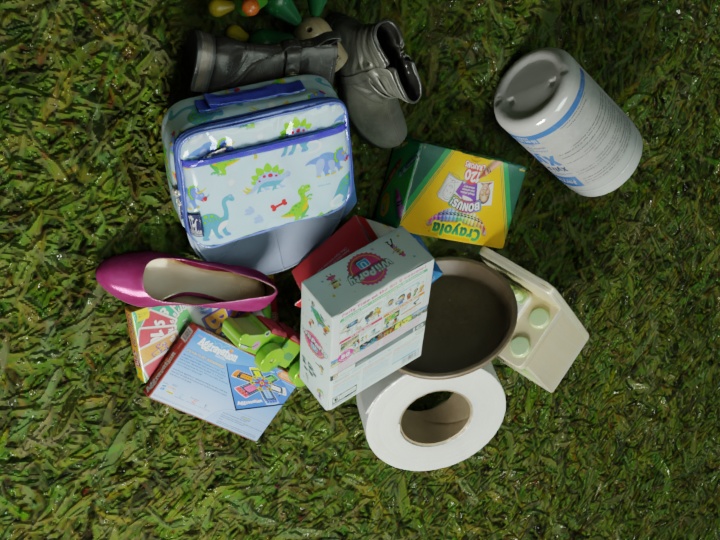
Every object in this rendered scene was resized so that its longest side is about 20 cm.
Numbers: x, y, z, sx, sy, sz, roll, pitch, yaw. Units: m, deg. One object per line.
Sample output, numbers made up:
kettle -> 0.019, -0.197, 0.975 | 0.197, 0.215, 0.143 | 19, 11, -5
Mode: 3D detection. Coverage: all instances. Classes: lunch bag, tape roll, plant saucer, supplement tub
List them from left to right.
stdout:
lunch bag -> -0.109, -0.120, 1.186 | 0.199, 0.083, 0.162 | -14, 132, -17
tape roll -> 0.095, 0.181, 1.532 | 0.201, 0.071, 0.204 | -7, 128, -9
plant saucer -> 0.109, 0.066, 1.470 | 0.200, 0.200, 0.030 | -39, 142, -18
supplement tub -> 0.287, -0.203, 1.533 | 0.200, 0.132, 0.132 | 34, 86, -39

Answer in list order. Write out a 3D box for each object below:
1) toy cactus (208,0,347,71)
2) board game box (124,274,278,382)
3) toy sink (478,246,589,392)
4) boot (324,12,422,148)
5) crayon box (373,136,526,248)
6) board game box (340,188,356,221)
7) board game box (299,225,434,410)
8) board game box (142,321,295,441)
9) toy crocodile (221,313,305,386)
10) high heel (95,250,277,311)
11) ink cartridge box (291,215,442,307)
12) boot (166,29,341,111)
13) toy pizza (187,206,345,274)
toy cactus -> -0.073, -0.290, 1.246 | 0.165, 0.102, 0.201 | 41, 80, -29
board game box -> -0.185, 0.058, 1.355 | 0.199, 0.030, 0.096 | -22, 119, -32
toy sink -> 0.218, 0.074, 1.560 | 0.112, 0.130, 0.200 | -55, 148, -5
boot -> 0.028, -0.215, 1.335 | 0.068, 0.130, 0.201 | -41, 127, -16
crayon box -> 0.123, -0.104, 1.496 | 0.199, 0.058, 0.120 | 7, 103, -38
board game box -> -0.091, -0.127, 1.338 | 0.157, 0.039, 0.201 | -17, 123, -12
board game box -> 0.005, 0.060, 1.312 | 0.147, 0.064, 0.201 | -29, 150, -24
board game box -> -0.168, 0.142, 1.382 | 0.103, 0.019, 0.200 | -53, 137, 3
toy crocodile -> -0.101, 0.091, 1.368 | 0.062, 0.067, 0.200 | -52, 145, 5
high heel -> -0.196, 0.014, 1.265 | 0.199, 0.096, 0.068 | 16, 77, -27
ink cartridge box -> 0.000, 0.000, 1.378 | 0.116, 0.067, 0.200 | -40, 153, 20
boot -> -0.116, -0.181, 1.221 | 0.173, 0.070, 0.201 | 0, 140, -25
toy pizza -> -0.110, -0.077, 1.304 | 0.199, 0.032, 0.201 | -15, 134, -16
